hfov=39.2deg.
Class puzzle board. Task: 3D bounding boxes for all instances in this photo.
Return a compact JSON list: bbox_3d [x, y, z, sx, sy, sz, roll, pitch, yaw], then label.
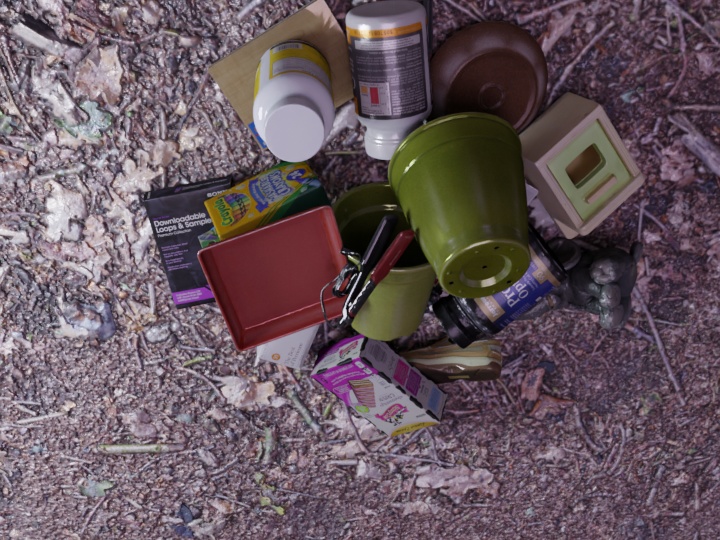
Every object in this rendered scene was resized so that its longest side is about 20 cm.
[{"bbox_3d":[-0.101,-0.284,1.470,0.198,0.018,0.152,-28,120,13],"label":"puzzle board"}]

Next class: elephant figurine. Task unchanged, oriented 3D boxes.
[{"bbox_3d":[0.332,0.018,1.624,0.197,0.154,0.145,5,93,35],"label":"elephant figurine"}]

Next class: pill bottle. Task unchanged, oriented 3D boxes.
[{"bbox_3d":[0.211,0.027,1.561,0.199,0.112,0.112,-40,116,12],"label":"pill bottle"},{"bbox_3d":[-0.091,-0.229,1.377,0.110,0.201,0.114,-2,123,-3],"label":"pill bottle"},{"bbox_3d":[0.043,-0.268,1.422,0.114,0.117,0.204,-6,115,0],"label":"pill bottle"}]

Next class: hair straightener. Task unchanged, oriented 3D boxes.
[{"bbox_3d":[0.000,0.000,1.425,0.041,0.077,0.202,-7,136,-49],"label":"hair straightener"}]

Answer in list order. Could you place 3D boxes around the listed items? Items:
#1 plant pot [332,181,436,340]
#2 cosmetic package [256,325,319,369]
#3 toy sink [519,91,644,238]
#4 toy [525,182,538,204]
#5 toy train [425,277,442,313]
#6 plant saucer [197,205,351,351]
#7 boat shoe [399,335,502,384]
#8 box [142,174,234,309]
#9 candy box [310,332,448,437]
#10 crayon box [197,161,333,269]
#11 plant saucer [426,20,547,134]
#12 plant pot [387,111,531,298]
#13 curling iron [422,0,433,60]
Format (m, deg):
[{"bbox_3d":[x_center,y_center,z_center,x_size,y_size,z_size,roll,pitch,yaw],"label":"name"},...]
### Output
[{"bbox_3d":[0.044,-0.001,1.562,0.196,0.202,0.187,0,132,-4],"label":"plant pot"},{"bbox_3d":[-0.102,0.063,1.655,0.081,0.051,0.202,17,118,-12],"label":"cosmetic package"},{"bbox_3d":[0.334,-0.140,1.510,0.130,0.112,0.201,-40,118,-2],"label":"toy sink"},{"bbox_3d":[0.181,-0.091,1.578,0.114,0.048,0.201,29,132,-6],"label":"toy"},{"bbox_3d":[0.136,-0.003,1.616,0.045,0.034,0.201,35,133,1],"label":"toy train"},{"bbox_3d":[-0.115,0.006,1.455,0.196,0.037,0.202,-19,130,-3],"label":"plant saucer"},{"bbox_3d":[0.146,0.146,1.715,0.196,0.077,0.072,-2,151,20],"label":"boat shoe"},{"bbox_3d":[-0.247,-0.042,1.590,0.140,0.036,0.203,-11,119,2],"label":"box"},{"bbox_3d":[0.032,0.195,1.706,0.199,0.062,0.135,39,140,-23],"label":"candy box"},{"bbox_3d":[-0.151,-0.088,1.490,0.197,0.126,0.052,-28,123,-5],"label":"crayon box"},{"bbox_3d":[0.187,-0.259,1.476,0.196,0.037,0.204,-7,123,-10],"label":"plant saucer"},{"bbox_3d":[0.150,-0.076,1.392,0.196,0.196,0.202,-7,144,-5],"label":"plant pot"},{"bbox_3d":[0.103,-0.315,1.461,0.049,0.026,0.203,-11,121,-5],"label":"curling iron"}]
